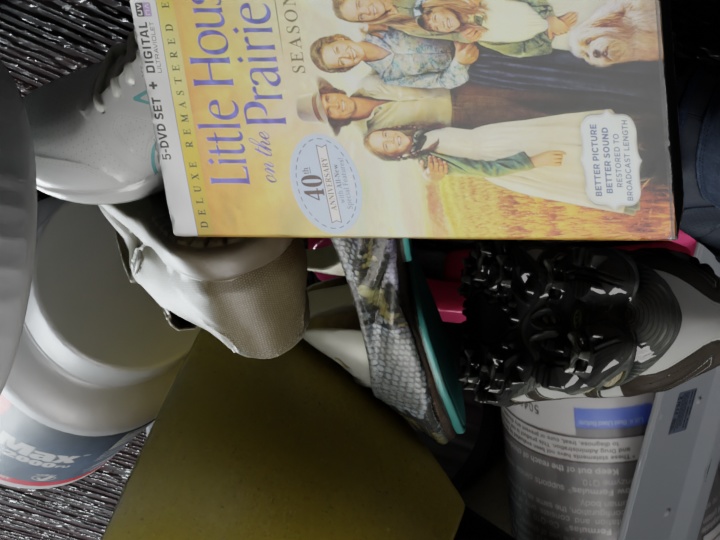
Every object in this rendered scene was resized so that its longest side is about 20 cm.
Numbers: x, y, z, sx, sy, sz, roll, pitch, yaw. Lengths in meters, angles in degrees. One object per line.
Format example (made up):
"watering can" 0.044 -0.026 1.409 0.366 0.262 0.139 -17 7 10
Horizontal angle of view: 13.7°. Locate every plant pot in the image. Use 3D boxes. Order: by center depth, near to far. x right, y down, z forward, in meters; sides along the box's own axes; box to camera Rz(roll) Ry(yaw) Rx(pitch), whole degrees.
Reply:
"plant pot" -0.035 0.122 1.372 0.141 0.201 0.200 24 161 1

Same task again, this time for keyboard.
"keyboard" 0.155 0.064 1.396 0.056 0.201 0.011 -8 -149 -38

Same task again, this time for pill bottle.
"pill bottle" -0.140 0.029 1.451 0.119 0.120 0.200 10 161 -16
"pill bottle" 0.130 0.119 1.499 0.113 0.201 0.114 -5 -154 2

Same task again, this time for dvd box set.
"dvd box set" 0.017 -0.078 1.109 0.199 0.029 0.147 1 125 12

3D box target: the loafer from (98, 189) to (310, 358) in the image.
"loafer" -0.068 -0.013 1.260 0.076 0.068 0.200 -17 -161 -7

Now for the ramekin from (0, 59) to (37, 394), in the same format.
"ramekin" -0.209 -0.012 1.235 0.097 0.202 0.200 6 164 -29

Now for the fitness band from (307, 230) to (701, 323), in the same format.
"fitness band" 0.073 -0.013 1.402 0.199 0.038 0.144 -2 160 17

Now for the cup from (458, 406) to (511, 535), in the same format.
"cup" 0.076 0.132 1.641 0.199 0.201 0.143 -7 137 32

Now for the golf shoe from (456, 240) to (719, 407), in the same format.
"golf shoe" 0.104 0.025 1.300 0.094 0.078 0.200 4 -177 -19

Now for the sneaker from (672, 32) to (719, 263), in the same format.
"sneaker" 0.119 -0.051 1.222 0.145 0.077 0.202 13 171 4

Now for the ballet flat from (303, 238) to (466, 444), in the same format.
"ballet flat" 0.000 0.000 1.318 0.072 0.072 0.201 0 132 15

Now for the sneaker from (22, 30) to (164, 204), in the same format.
"sneaker" -0.067 -0.082 1.196 0.199 0.071 0.080 -12 140 28

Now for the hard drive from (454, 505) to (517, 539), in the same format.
"hard drive" 0.027 0.190 1.516 0.139 0.033 0.200 34 139 6

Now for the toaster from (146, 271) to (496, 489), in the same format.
"toaster" -0.022 0.074 1.535 0.129 0.114 0.200 19 134 -31
